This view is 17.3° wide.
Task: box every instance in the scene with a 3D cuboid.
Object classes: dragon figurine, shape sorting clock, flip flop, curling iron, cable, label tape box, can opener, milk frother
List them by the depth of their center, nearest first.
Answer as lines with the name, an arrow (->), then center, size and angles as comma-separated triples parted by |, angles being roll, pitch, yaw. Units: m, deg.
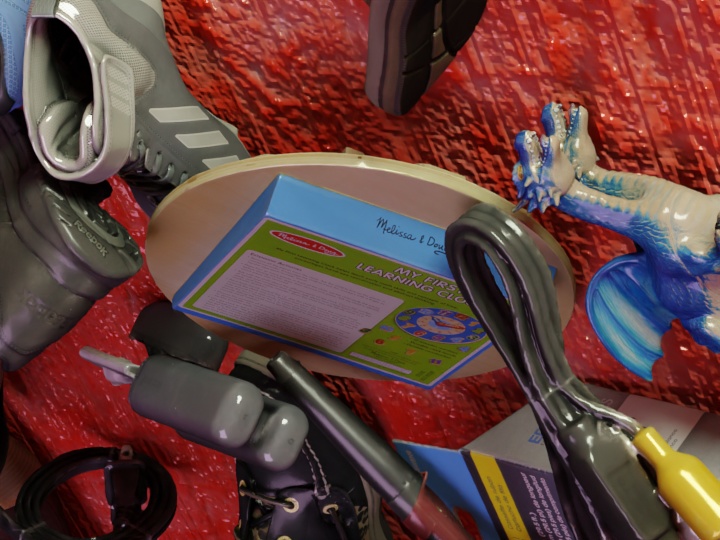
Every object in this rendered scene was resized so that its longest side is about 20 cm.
flip flop -> 0.022, -0.139, 0.923 | 0.058, 0.081, 0.200 | 39, 152, 16
dragon figurine -> 0.137, 0.008, 1.007 | 0.099, 0.059, 0.200 | -4, 127, 42
cable -> 0.099, 0.060, 1.026 | 0.201, 0.050, 0.097 | 59, 154, 1
shape sorting clock -> 0.000, 0.000, 1.088 | 0.199, 0.039, 0.200 | 8, 155, 4
curling iron -> 0.033, 0.107, 1.137 | 0.200, 0.026, 0.050 | 42, 132, 2
label tape box -> 0.131, 0.127, 1.143 | 0.199, 0.063, 0.145 | 12, 140, 39
can opener -> -0.080, 0.048, 1.165 | 0.053, 0.067, 0.200 | 29, 171, -26
milk frother -> -0.201, 0.063, 1.291 | 0.199, 0.181, 0.188 | -9, 147, -16

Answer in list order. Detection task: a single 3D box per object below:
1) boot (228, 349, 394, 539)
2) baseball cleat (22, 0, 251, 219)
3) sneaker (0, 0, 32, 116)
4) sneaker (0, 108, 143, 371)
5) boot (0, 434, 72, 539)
boot -> -0.058, 0.156, 1.241 | 0.073, 0.154, 0.204 | 22, 146, 36
baseball cleat -> -0.106, -0.057, 1.077 | 0.069, 0.107, 0.200 | -5, 133, 27
sneaker -> -0.207, -0.151, 1.060 | 0.200, 0.089, 0.078 | 45, 141, -16
sneaker -> -0.165, -0.019, 1.117 | 0.076, 0.091, 0.200 | 39, -173, -21
boot -> -0.261, 0.161, 1.476 | 0.199, 0.072, 0.167 | -7, 126, 37
